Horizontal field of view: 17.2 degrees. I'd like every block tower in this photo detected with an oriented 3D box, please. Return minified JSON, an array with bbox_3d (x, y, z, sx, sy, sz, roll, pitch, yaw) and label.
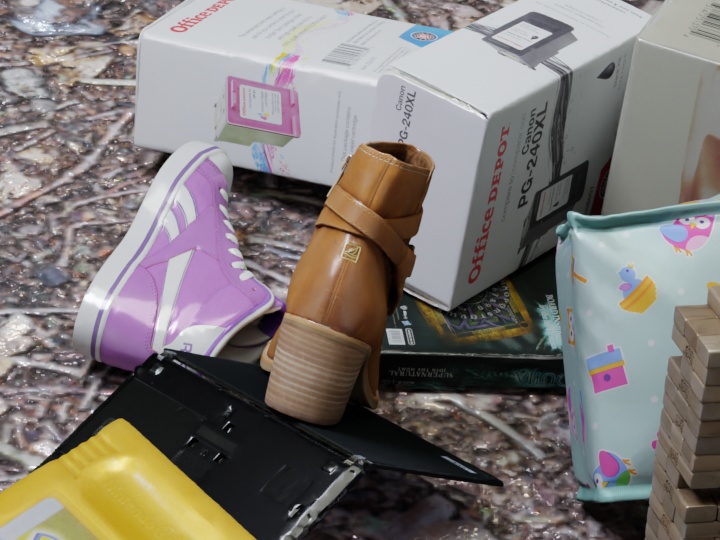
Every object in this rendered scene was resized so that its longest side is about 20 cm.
[{"bbox_3d":[0.186,0.108,1.233,0.054,0.201,0.058,-2,26,-12],"label":"block tower"}]

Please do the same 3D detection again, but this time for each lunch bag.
[{"bbox_3d":[0.216,0.042,1.329,0.199,0.171,0.122,-6,-5,-3],"label":"lunch bag"}]

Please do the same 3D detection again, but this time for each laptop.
[{"bbox_3d":[-0.059,0.123,1.309,0.177,0.104,0.200,24,61,41],"label":"laptop"}]

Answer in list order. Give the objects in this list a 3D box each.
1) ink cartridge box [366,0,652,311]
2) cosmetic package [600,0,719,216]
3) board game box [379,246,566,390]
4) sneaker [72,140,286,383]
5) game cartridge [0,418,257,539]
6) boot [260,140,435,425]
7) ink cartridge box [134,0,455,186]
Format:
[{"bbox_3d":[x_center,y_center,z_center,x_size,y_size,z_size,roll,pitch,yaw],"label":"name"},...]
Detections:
[{"bbox_3d":[0.093,-0.081,1.496,0.083,0.146,0.200,29,38,27],"label":"ink cartridge box"},{"bbox_3d":[0.211,-0.067,1.501,0.087,0.201,0.103,19,36,16],"label":"cosmetic package"},{"bbox_3d":[0.064,0.007,1.515,0.135,0.028,0.200,2,33,-8],"label":"board game box"},{"bbox_3d":[-0.090,0.001,1.463,0.114,0.073,0.201,15,43,8],"label":"sneaker"},{"bbox_3d":[-0.147,0.174,1.171,0.200,0.033,0.176,-34,49,-23],"label":"game cartridge"},{"bbox_3d":[0.000,0.000,1.352,0.073,0.155,0.200,19,6,-2],"label":"boot"},{"bbox_3d":[-0.038,-0.124,1.618,0.199,0.085,0.145,13,23,14],"label":"ink cartridge box"}]
